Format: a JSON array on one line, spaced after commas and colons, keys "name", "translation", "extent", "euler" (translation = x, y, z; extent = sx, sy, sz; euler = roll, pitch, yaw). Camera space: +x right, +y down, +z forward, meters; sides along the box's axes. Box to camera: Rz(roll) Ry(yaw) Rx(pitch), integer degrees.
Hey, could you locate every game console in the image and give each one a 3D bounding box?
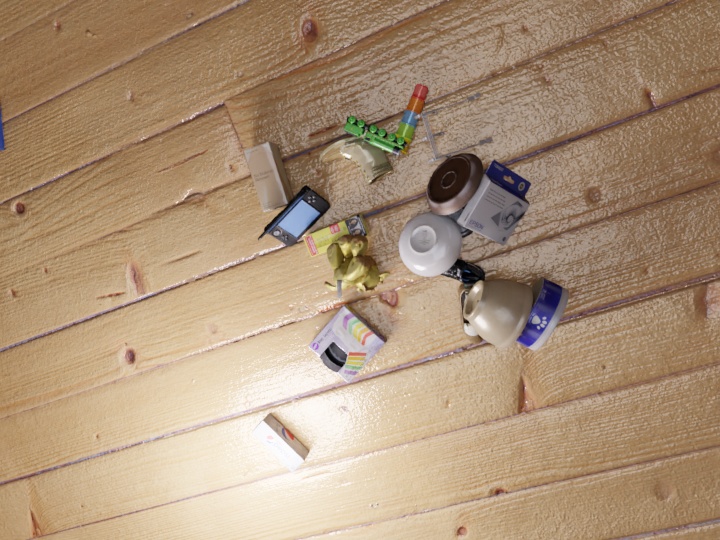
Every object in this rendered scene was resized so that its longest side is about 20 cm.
[{"name": "game console", "translation": [-0.199, -0.150, 1.600], "extent": [0.200, 0.117, 0.176], "euler": [-43, 133, 14]}]

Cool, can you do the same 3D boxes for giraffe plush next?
[{"name": "giraffe plush", "translation": [0.000, 0.000, 1.610], "extent": [0.172, 0.162, 0.201], "euler": [4, 82, 46]}]

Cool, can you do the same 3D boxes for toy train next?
[{"name": "toy train", "translation": [0.042, -0.395, 1.534], "extent": [0.200, 0.042, 0.057], "euler": [26, 97, 9]}]

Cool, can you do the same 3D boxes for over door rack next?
[{"name": "over door rack", "translation": [0.271, -0.415, 1.537], "extent": [0.199, 0.067, 0.148], "euler": [-19, 99, 0]}]

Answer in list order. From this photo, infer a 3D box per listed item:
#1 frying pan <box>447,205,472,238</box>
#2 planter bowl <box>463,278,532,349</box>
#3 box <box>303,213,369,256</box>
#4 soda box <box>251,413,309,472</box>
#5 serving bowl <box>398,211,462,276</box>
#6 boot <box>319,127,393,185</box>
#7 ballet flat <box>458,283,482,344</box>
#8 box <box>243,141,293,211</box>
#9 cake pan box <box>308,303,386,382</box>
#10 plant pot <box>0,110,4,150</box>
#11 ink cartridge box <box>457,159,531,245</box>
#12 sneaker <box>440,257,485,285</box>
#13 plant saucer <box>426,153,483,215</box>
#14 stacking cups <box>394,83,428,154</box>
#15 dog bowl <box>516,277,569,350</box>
[{"name": "frying pan", "translation": [0.264, -0.142, 1.599], "extent": [0.189, 0.031, 0.115], "euler": [-18, 94, 10]}, {"name": "planter bowl", "translation": [0.380, 0.106, 1.496], "extent": [0.134, 0.200, 0.201], "euler": [24, 103, -6]}, {"name": "box", "translation": [-0.076, -0.112, 1.657], "extent": [0.199, 0.050, 0.075], "euler": [-19, 96, 14]}, {"name": "soda box", "translation": [-0.274, 0.592, 1.798], "extent": [0.200, 0.063, 0.068], "euler": [43, 105, 2]}, {"name": "serving bowl", "translation": [0.198, -0.086, 1.558], "extent": [0.199, 0.066, 0.201], "euler": [-7, 75, 27]}, {"name": "boot", "translation": [-0.012, -0.330, 1.598], "extent": [0.199, 0.073, 0.156], "euler": [-21, 90, 7]}, {"name": "ballet flat", "translation": [0.339, 0.137, 1.603], "extent": [0.068, 0.072, 0.201], "euler": [-7, 98, 12]}, {"name": "box", "translation": [-0.287, -0.296, 1.655], "extent": [0.095, 0.078, 0.201], "euler": [-17, 95, 13]}, {"name": "cake pan box", "translation": [-0.045, 0.239, 1.706], "extent": [0.184, 0.052, 0.200], "euler": [44, 104, 4]}, {"name": "plant pot", "translation": [-1.378, -0.512, 1.783], "extent": [0.199, 0.180, 0.201], "euler": [0, 98, 10]}, {"name": "ink cartridge box", "translation": [0.397, -0.189, 1.495], "extent": [0.199, 0.041, 0.200], "euler": [17, 107, -37]}, {"name": "sneaker", "translation": [0.280, -0.008, 1.572], "extent": [0.199, 0.112, 0.073], "euler": [15, 100, 8]}, {"name": "plant saucer", "translation": [0.262, -0.256, 1.505], "extent": [0.032, 0.200, 0.200], "euler": [29, 107, -36]}, {"name": "stacking cups", "translation": [0.149, -0.453, 1.563], "extent": [0.060, 0.061, 0.201], "euler": [22, 97, 7]}, {"name": "dog bowl", "translation": [0.511, 0.125, 1.502], "extent": [0.079, 0.200, 0.201], "euler": [28, 103, 8]}]
